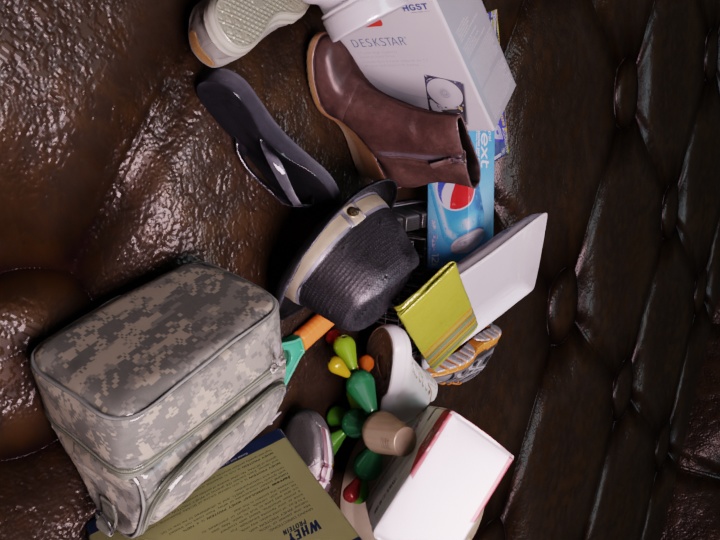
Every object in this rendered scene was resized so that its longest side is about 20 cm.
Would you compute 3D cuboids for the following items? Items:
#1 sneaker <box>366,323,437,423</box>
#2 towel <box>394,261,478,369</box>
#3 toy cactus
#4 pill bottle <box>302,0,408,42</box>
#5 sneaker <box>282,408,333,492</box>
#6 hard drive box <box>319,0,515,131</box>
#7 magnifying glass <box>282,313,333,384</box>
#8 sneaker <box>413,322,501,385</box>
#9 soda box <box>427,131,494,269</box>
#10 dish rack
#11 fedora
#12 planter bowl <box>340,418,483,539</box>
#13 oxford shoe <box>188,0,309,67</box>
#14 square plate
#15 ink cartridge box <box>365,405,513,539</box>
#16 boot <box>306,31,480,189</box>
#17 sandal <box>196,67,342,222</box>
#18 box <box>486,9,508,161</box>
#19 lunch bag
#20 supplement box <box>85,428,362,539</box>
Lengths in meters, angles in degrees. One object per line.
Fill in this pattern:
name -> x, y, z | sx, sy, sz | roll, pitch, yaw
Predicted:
sneaker -> 0.054, 0.124, 0.915 | 0.083, 0.073, 0.201 | -15, 145, -14
towel -> 0.093, 0.056, 0.880 | 0.086, 0.018, 0.200 | -44, 152, -5
toy cactus -> -0.002, 0.173, 0.851 | 0.101, 0.164, 0.204 | 4, 89, -32
pill bottle -> -0.032, -0.328, 0.702 | 0.112, 0.111, 0.202 | -39, 109, -41
sneaker -> -0.099, 0.248, 0.802 | 0.115, 0.075, 0.204 | 15, 85, -50
hard drive box -> 0.068, -0.257, 0.853 | 0.200, 0.154, 0.078 | 51, 59, -43
magnifying glass -> -0.081, 0.093, 0.835 | 0.200, 0.022, 0.081 | -42, 128, -41
sneaker -> 0.134, 0.133, 1.088 | 0.198, 0.078, 0.078 | -16, 129, -43
soda box -> 0.129, -0.103, 0.958 | 0.067, 0.063, 0.204 | -3, 94, -51
dish rack -> 0.059, 0.015, 0.981 | 0.152, 0.054, 0.204 | -14, 110, -49
fedora -> 0.000, 0.000, 0.800 | 0.201, 0.091, 0.201 | -47, 168, -13
planter bowl -> 0.084, 0.297, 1.001 | 0.199, 0.133, 0.204 | -14, 108, -50
oxford shoe -> -0.104, -0.252, 0.713 | 0.076, 0.057, 0.201 | 53, 39, -22
square plate -> 0.146, 0.026, 0.948 | 0.197, 0.029, 0.201 | -35, 153, -11
ink cartridge box -> 0.079, 0.234, 0.828 | 0.148, 0.082, 0.200 | -56, 176, -8
boot -> 0.040, -0.175, 0.822 | 0.073, 0.164, 0.201 | -55, 135, -30
sandal -> -0.093, -0.110, 0.743 | 0.200, 0.075, 0.043 | 46, 59, -35
box -> 0.157, -0.251, 1.046 | 0.070, 0.064, 0.203 | -34, 123, -44
lunch bag -> -0.158, 0.112, 0.653 | 0.199, 0.138, 0.170 | -38, 140, -42
supplement box -> -0.105, 0.278, 0.644 | 0.198, 0.199, 0.136 | -23, 117, -21
